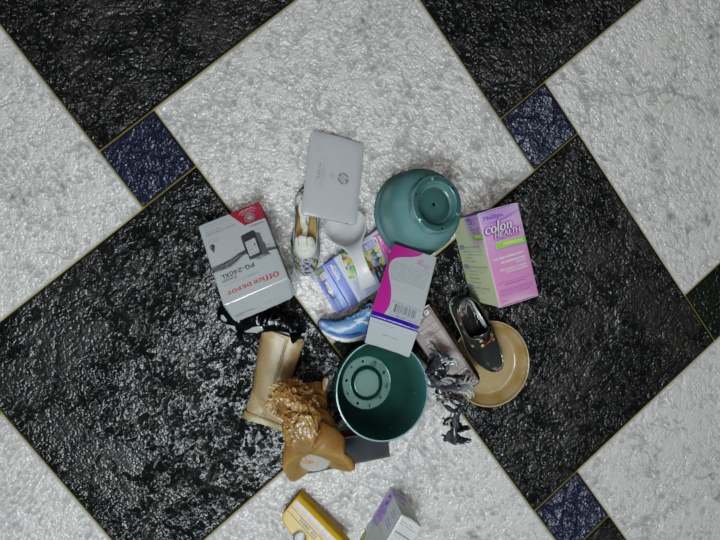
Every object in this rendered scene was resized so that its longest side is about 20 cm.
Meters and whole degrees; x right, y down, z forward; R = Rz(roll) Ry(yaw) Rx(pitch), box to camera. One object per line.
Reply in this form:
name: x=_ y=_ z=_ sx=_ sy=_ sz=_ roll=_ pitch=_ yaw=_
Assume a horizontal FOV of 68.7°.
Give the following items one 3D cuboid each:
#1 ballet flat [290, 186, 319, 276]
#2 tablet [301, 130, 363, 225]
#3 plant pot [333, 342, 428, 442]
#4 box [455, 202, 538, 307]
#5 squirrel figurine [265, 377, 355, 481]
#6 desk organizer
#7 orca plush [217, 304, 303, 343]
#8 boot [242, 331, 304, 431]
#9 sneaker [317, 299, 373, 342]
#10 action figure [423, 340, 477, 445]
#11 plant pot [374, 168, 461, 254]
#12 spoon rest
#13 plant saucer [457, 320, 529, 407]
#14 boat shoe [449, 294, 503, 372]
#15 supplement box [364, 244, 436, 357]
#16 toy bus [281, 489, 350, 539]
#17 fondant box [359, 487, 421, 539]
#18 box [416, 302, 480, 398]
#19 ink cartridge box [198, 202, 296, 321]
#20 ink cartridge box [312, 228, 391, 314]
ballet flat: x=-0.124 y=-0.090 z=1.173 sx=0.070 sy=0.072 sz=0.206 roll=3 pitch=91 yaw=-8
tablet: x=-0.059 y=-0.206 z=1.171 sx=0.127 sy=0.014 sz=0.205 roll=10 pitch=72 yaw=-17
plant pot: x=0.030 y=0.254 z=1.153 sx=0.195 sy=0.161 sz=0.206 roll=1 pitch=83 yaw=-12
box: x=0.297 y=-0.035 z=1.184 sx=0.094 sy=0.176 sz=0.205 roll=-16 pitch=93 yaw=-7
squirrel figurine: x=-0.105 y=0.293 z=1.071 sx=0.138 sy=0.189 sz=0.202 roll=-16 pitch=131 yaw=10
desk organizer: x=-0.038 y=0.387 z=1.189 sx=0.195 sy=0.077 sz=0.074 roll=-9 pitch=108 yaw=-8
orca plush: x=-0.224 y=0.105 z=1.134 sx=0.197 sy=0.071 sz=0.106 roll=27 pitch=69 yaw=15
boot: x=-0.163 y=0.251 z=1.180 sx=0.171 sy=0.066 sz=0.205 roll=17 pitch=87 yaw=-10
sneaker: x=0.000 y=0.109 z=1.181 sx=0.194 sy=0.079 sz=0.092 roll=-2 pitch=99 yaw=-9
action figure: x=0.190 y=0.242 z=1.082 sx=0.100 sy=0.119 sz=0.205 roll=-11 pitch=97 yaw=21
plant pot: x=0.142 y=-0.135 z=1.161 sx=0.195 sy=0.134 sz=0.206 roll=1 pitch=85 yaw=-17
spoon rest: x=-0.017 y=-0.059 z=1.156 sx=0.097 sy=0.061 sz=0.203 roll=-22 pitch=60 yaw=-2
plant saucer: x=0.306 y=0.221 z=1.263 sx=0.195 sy=0.035 sz=0.206 roll=0 pitch=91 yaw=-9
boat shoe: x=0.272 y=0.149 z=1.209 sx=0.073 sy=0.063 sz=0.204 roll=-31 pitch=97 yaw=-9
supplement box: x=0.085 y=0.059 z=1.097 sx=0.099 sy=0.105 sz=0.203 roll=17 pitch=50 yaw=5
toy bus: x=-0.090 y=0.598 z=1.180 sx=0.199 sy=0.065 sz=0.078 roll=43 pitch=84 yaw=7
fondant box: x=0.049 y=0.615 z=1.182 sx=0.058 sy=0.144 sz=0.202 roll=33 pitch=87 yaw=-6
box: x=0.185 y=0.176 z=1.188 sx=0.074 sy=0.100 sz=0.202 roll=-36 pitch=83 yaw=8
ink cartridge box: x=-0.238 y=-0.020 z=1.109 sx=0.142 sy=0.084 sz=0.203 roll=-22 pitch=65 yaw=-8
ink cartridge box: x=0.000 y=0.000 z=1.211 sx=0.197 sy=0.042 sz=0.121 roll=-32 pitch=95 yaw=-5
